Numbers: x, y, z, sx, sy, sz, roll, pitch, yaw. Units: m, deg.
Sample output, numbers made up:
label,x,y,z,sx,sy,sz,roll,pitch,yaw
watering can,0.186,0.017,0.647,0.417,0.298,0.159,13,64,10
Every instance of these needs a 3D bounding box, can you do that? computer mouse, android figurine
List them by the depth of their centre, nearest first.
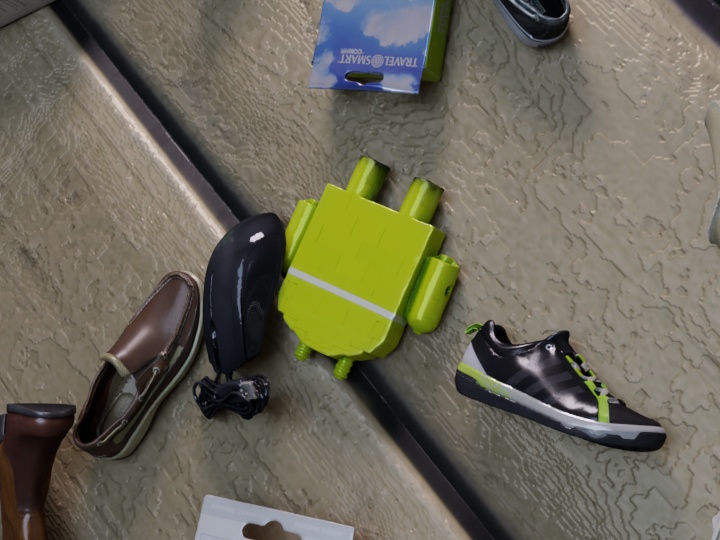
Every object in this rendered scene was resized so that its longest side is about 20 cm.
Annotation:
label,x,y,z,sx,sy,sz,roll,pitch,yaw
android figurine,0.000,0.000,1.389,0.182,0.041,0.201,22,90,27
computer mouse,-0.119,0.037,1.407,0.138,0.053,0.201,-11,66,60

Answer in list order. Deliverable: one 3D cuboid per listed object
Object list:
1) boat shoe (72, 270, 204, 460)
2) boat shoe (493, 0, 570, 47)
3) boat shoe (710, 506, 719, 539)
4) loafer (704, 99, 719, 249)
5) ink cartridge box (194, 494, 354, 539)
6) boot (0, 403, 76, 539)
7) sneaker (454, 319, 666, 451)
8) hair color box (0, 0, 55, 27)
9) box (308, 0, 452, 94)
label,x,y,z,sx,sy,sz,roll,pitch,yaw
boat shoe,-0.215,0.092,1.455,0.075,0.075,0.203,25,92,27
boat shoe,0.118,-0.290,1.344,0.073,0.068,0.200,-30,80,-7
boat shoe,0.310,0.208,1.189,0.066,0.072,0.201,0,69,60
loafer,0.317,-0.105,1.242,0.068,0.076,0.201,11,76,28
ink cartridge box,-0.086,0.315,1.348,0.160,0.047,0.201,8,81,26
boot,-0.319,0.231,1.443,0.188,0.068,0.201,-22,67,55
sneaker,0.169,0.092,1.273,0.200,0.072,0.083,19,87,27
hair color box,-0.367,-0.323,1.593,0.199,0.100,0.061,-20,71,21
box,0.026,-0.260,1.420,0.122,0.048,0.201,6,82,26
